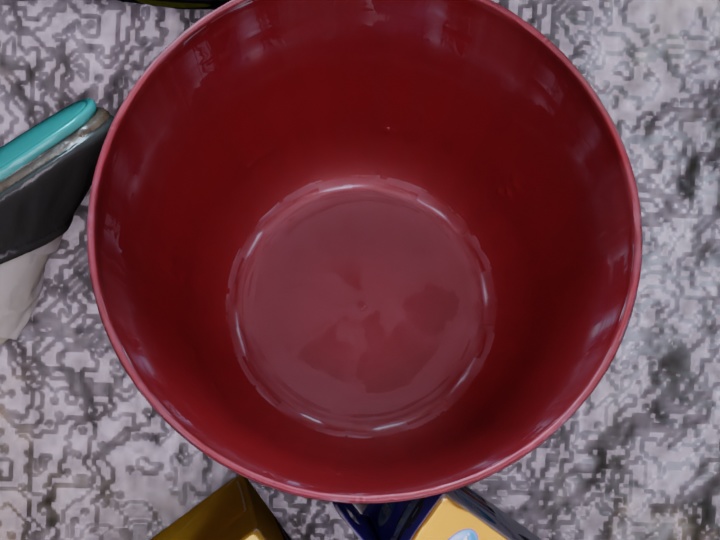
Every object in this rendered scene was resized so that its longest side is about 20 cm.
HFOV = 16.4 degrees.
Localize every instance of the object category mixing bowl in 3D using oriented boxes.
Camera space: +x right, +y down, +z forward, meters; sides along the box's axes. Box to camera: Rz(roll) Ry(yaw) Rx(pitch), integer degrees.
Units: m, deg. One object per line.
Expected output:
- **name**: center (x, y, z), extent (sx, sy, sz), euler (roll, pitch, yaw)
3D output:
- **mixing bowl**: center (0.000, 0.000, 0.939), extent (0.199, 0.108, 0.201), euler (0, 73, -1)

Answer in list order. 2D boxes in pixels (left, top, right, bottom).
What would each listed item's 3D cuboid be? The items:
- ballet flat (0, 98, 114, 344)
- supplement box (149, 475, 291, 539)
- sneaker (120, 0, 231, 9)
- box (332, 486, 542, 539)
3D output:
- **ballet flat**: center (-0.172, 0.005, 0.964), extent (0.199, 0.068, 0.069), euler (-26, 106, 7)
- **supplement box**: center (-0.062, 0.223, 0.950), extent (0.197, 0.133, 0.200), euler (-36, 96, -2)
- **sneaker**: center (-0.104, -0.143, 0.955), extent (0.199, 0.066, 0.079), euler (7, 90, -5)
- **box**: center (0.076, 0.133, 0.963), extent (0.200, 0.119, 0.042), euler (38, 90, -7)
